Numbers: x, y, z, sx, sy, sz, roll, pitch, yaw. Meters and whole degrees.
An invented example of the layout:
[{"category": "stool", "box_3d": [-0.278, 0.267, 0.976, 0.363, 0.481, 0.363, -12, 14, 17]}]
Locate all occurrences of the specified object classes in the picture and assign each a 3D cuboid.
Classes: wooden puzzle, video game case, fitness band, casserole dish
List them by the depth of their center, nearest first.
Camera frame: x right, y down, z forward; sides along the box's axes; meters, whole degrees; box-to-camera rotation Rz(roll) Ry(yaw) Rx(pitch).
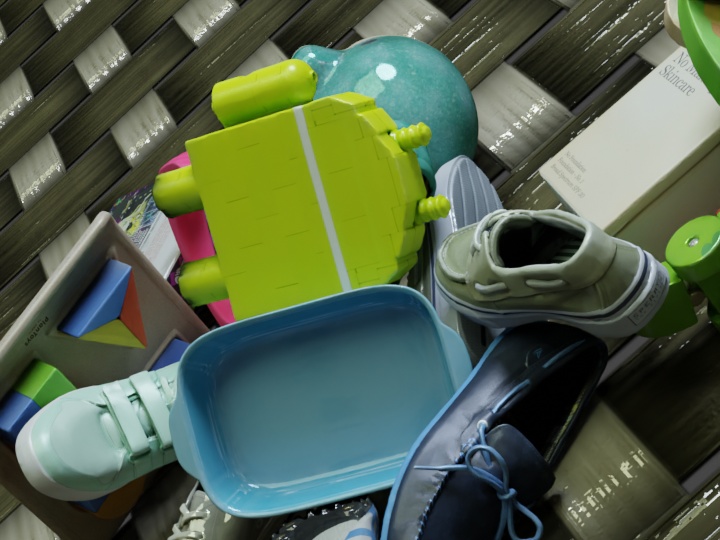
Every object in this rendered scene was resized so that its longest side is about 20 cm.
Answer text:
[{"category": "casserole dish", "box_3d": [-0.022, 0.080, 1.060, 0.198, 0.122, 0.039, -16, -2, 15]}, {"category": "wooden puzzle", "box_3d": [-0.176, 0.088, 1.200, 0.046, 0.200, 0.186, 18, 64, 39]}, {"category": "fitness band", "box_3d": [-0.100, -0.017, 1.237, 0.037, 0.145, 0.200, -27, 5, -14]}, {"category": "video game case", "box_3d": [-0.185, 0.007, 1.404, 0.181, 0.036, 0.201, -15, 41, 49]}]

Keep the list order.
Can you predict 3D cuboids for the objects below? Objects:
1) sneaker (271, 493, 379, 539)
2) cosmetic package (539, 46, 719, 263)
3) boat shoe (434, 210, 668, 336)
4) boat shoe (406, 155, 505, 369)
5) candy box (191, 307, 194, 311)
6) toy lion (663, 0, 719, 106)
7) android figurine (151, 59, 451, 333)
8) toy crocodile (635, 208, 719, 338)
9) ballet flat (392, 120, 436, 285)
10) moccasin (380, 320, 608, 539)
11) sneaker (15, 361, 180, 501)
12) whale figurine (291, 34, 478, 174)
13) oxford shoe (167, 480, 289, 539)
[{"category": "sneaker", "box_3d": [-0.012, 0.192, 0.994, 0.071, 0.073, 0.200, -21, 19, 7]}, {"category": "cosmetic package", "box_3d": [0.219, -0.085, 1.052, 0.200, 0.073, 0.104, -42, 30, 4]}, {"category": "boat shoe", "box_3d": [0.097, -0.009, 0.983, 0.072, 0.062, 0.199, -55, 25, -15]}, {"category": "boat shoe", "box_3d": [0.057, 0.003, 1.140, 0.062, 0.072, 0.201, -31, 33, 29]}, {"category": "candy box", "box_3d": [-0.181, 0.070, 1.387, 0.102, 0.026, 0.201, -28, 33, 25]}, {"category": "toy lion", "box_3d": [0.286, -0.119, 0.927, 0.198, 0.069, 0.193, -14, 59, -6]}, {"category": "android figurine", "box_3d": [-0.037, -0.041, 1.091, 0.199, 0.184, 0.041, -16, 3, 28]}, {"category": "toy crocodile", "box_3d": [0.231, -0.027, 0.966, 0.199, 0.068, 0.062, -38, 30, 10]}, {"category": "ballet flat", "box_3d": [0.000, 0.000, 1.137, 0.071, 0.067, 0.202, -115, 38, -59]}, {"category": "moccasin", "box_3d": [0.077, 0.103, 0.978, 0.068, 0.081, 0.201, 0, 52, 45]}, {"category": "sneaker", "box_3d": [-0.127, 0.083, 1.126, 0.200, 0.074, 0.118, -15, -19, -47]}, {"category": "whale figurine", "box_3d": [-0.009, -0.087, 1.243, 0.199, 0.160, 0.104, -24, 15, -2]}, {"category": "oxford shoe", "box_3d": [-0.104, 0.185, 1.117, 0.075, 0.058, 0.201, 3, 55, 50]}]
